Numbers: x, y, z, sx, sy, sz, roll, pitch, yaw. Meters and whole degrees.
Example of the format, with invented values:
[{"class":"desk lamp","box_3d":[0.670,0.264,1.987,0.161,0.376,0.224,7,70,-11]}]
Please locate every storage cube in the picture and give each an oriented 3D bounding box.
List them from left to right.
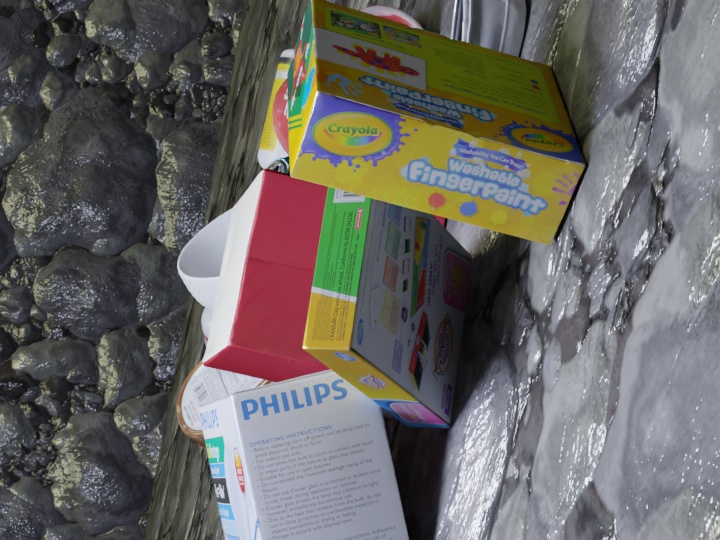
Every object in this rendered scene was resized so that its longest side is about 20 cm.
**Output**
[{"class":"storage cube","box_3d":[-0.039,0.021,1.499,0.200,0.178,0.173,150,133,-73]}]

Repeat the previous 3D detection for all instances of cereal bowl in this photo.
[{"class":"cereal bowl","box_3d":[-0.093,-0.012,1.701,0.200,0.199,0.084,-106,-9,-67]}]

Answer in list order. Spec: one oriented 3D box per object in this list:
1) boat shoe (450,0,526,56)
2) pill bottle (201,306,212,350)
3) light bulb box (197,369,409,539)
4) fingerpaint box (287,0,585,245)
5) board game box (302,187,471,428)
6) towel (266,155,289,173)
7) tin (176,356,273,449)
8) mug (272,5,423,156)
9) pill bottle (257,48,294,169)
[{"class":"boat shoe","box_3d":[0.088,-0.145,1.336,0.072,0.068,0.202,-154,77,-78]},{"class":"pill bottle","box_3d":[-0.123,0.089,1.836,0.113,0.111,0.202,-98,-1,-60]},{"class":"light bulb box","box_3d":[-0.047,0.193,1.327,0.198,0.124,0.202,149,109,-74]},{"class":"fingerpaint box","box_3d":[0.049,-0.111,1.158,0.167,0.198,0.074,-97,24,-58]},{"class":"board game box","box_3d":[0.026,0.022,1.232,0.200,0.040,0.154,42,-128,-56]},{"class":"towel","box_3d":[-0.083,-0.088,1.875,0.147,0.022,0.200,-50,-15,26]},{"class":"tin","box_3d":[-0.120,0.110,1.714,0.200,0.042,0.112,-43,43,8]},{"class":"mug","box_3d":[-0.003,-0.217,1.718,0.200,0.132,0.179,141,141,-65]},{"class":"pill bottle","box_3d":[-0.070,-0.177,2.036,0.112,0.111,0.202,-158,81,-78]}]
